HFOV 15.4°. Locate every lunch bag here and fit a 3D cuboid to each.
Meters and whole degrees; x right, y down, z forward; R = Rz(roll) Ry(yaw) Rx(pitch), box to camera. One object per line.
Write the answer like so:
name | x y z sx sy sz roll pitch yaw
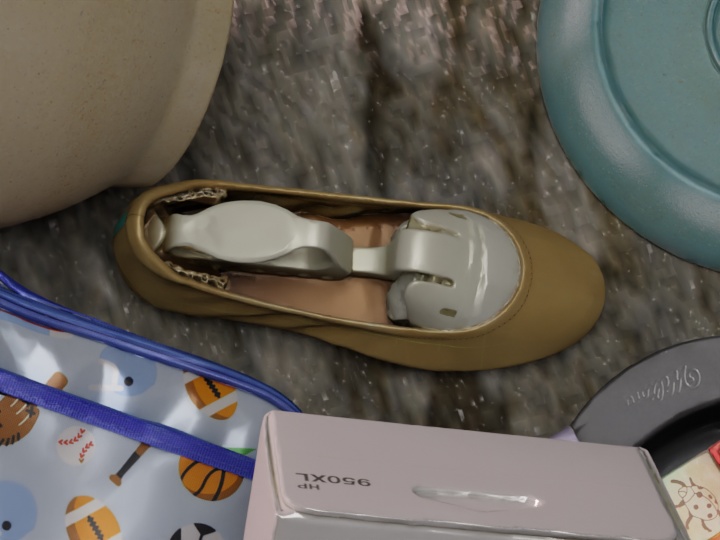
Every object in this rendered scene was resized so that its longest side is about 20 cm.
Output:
lunch bag | -0.124 0.086 1.004 0.200 0.076 0.161 22 77 -14

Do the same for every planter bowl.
planter bowl | -0.131 -0.102 1.031 0.134 0.200 0.201 13 73 -25

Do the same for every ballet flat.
ballet flat | 0.000 0.000 1.058 0.199 0.063 0.069 4 75 0

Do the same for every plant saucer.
plant saucer | 0.173 -0.096 1.108 0.200 0.027 0.201 0 74 -1

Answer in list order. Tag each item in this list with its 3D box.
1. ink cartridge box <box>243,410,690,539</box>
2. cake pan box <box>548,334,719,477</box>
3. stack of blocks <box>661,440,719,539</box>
ink cartridge box | 0.024 0.160 0.944 0.144 0.084 0.200 6 112 -9
cake pan box | 0.158 0.124 1.035 0.184 0.052 0.200 -25 77 -10
stack of blocks | 0.201 0.138 0.977 0.115 0.059 0.200 -31 78 -10
